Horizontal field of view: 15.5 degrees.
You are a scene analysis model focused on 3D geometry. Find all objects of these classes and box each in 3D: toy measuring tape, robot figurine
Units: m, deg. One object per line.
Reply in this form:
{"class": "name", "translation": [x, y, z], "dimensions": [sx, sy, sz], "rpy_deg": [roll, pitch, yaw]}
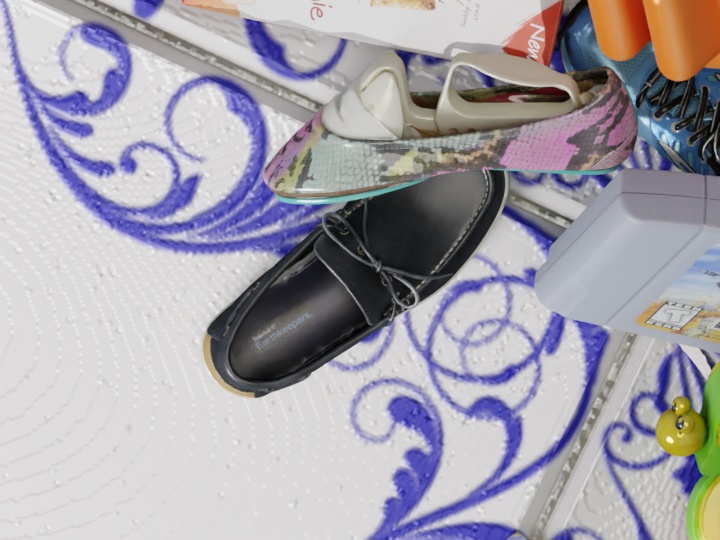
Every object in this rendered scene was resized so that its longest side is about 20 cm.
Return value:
{"class": "toy measuring tape", "translation": [0.253, 0.062, 1.386], "dimensions": [0.200, 0.074, 0.074], "rpy_deg": [-11, 98, 1]}
{"class": "toy measuring tape", "translation": [0.191, 0.106, 1.453], "dimensions": [0.074, 0.074, 0.200], "rpy_deg": [-37, 90, 2]}
{"class": "robot figurine", "translation": [0.199, -0.182, 1.366], "dimensions": [0.117, 0.144, 0.200], "rpy_deg": [49, 64, -8]}

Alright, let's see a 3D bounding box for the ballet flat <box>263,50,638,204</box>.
{"class": "ballet flat", "translation": [0.044, -0.081, 1.386], "dimensions": [0.200, 0.069, 0.071], "rpy_deg": [-4, 125, 9]}

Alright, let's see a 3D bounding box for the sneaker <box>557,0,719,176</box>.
{"class": "sneaker", "translation": [0.194, -0.081, 1.412], "dimensions": [0.200, 0.090, 0.078], "rpy_deg": [37, 94, -7]}

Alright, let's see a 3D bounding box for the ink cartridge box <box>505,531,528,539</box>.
{"class": "ink cartridge box", "translation": [0.087, 0.284, 1.481], "dimensions": [0.200, 0.041, 0.200], "rpy_deg": [-44, 98, 3]}

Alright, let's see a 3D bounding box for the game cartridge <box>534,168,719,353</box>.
{"class": "game cartridge", "translation": [0.207, 0.002, 1.391], "dimensions": [0.200, 0.133, 0.042], "rpy_deg": [13, 66, -15]}

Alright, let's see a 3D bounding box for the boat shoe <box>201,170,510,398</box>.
{"class": "boat shoe", "translation": [0.000, 0.000, 1.426], "dimensions": [0.200, 0.062, 0.075], "rpy_deg": [-37, 96, 0]}

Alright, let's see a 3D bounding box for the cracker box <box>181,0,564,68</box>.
{"class": "cracker box", "translation": [0.014, -0.187, 1.403], "dimensions": [0.200, 0.058, 0.134], "rpy_deg": [11, 97, -5]}
